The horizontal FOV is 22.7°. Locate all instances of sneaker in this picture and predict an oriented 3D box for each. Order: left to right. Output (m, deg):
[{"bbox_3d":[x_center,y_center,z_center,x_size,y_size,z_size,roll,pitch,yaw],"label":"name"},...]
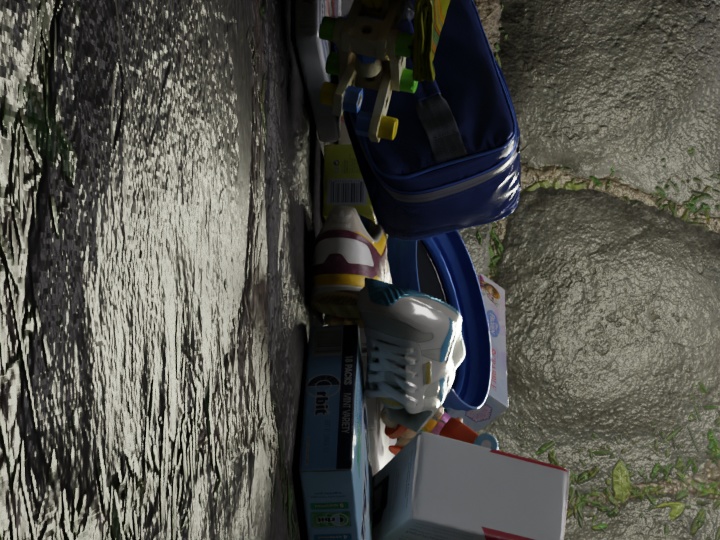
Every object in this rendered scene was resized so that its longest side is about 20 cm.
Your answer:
[{"bbox_3d":[0.000,0.000,1.549,0.200,0.075,0.090,67,28,-80],"label":"sneaker"},{"bbox_3d":[0.038,0.069,1.461,0.081,0.076,0.200,-66,157,-18],"label":"sneaker"}]

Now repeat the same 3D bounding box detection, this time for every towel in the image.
[{"bbox_3d":[0.068,-0.242,1.381,0.086,0.018,0.200,91,11,-50],"label":"towel"}]

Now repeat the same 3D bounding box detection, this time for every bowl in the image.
[{"bbox_3d":[0.076,0.040,1.750,0.201,0.039,0.201,-14,90,-69],"label":"bowl"}]

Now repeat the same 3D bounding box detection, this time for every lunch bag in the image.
[{"bbox_3d":[0.056,-0.143,1.522,0.132,0.135,0.200,83,-10,-62],"label":"lunch bag"}]

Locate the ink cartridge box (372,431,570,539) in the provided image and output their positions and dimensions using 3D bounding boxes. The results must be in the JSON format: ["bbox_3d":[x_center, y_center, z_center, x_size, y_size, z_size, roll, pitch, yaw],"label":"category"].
[{"bbox_3d":[0.079,0.228,1.599,0.200,0.145,0.084,128,-27,-58],"label":"ink cartridge box"}]

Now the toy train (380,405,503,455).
[{"bbox_3d":[0.078,0.168,1.692,0.056,0.150,0.200,-53,171,-8],"label":"toy train"}]

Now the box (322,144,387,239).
[{"bbox_3d":[-0.002,-0.050,1.701,0.200,0.050,0.076,76,14,-72],"label":"box"}]

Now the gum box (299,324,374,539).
[{"bbox_3d":[-0.017,0.175,1.459,0.170,0.044,0.200,-88,174,-51],"label":"gum box"}]

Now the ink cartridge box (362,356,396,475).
[{"bbox_3d":[0.007,0.155,1.775,0.177,0.045,0.200,-85,173,-46],"label":"ink cartridge box"}]

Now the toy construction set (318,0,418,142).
[{"bbox_3d":[0.016,-0.212,1.401,0.131,0.092,0.200,89,2,-52],"label":"toy construction set"}]

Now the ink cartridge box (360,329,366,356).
[{"bbox_3d":[0.035,0.024,1.924,0.145,0.083,0.200,-86,173,-52],"label":"ink cartridge box"}]

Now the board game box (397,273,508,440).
[{"bbox_3d":[0.082,0.131,1.997,0.199,0.041,0.200,-43,-154,29],"label":"board game box"}]

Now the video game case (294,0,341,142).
[{"bbox_3d":[-0.034,-0.233,1.526,0.200,0.023,0.183,76,13,-69],"label":"video game case"}]

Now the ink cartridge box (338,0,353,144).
[{"bbox_3d":[0.037,-0.198,1.761,0.200,0.128,0.125,83,7,-46],"label":"ink cartridge box"}]
